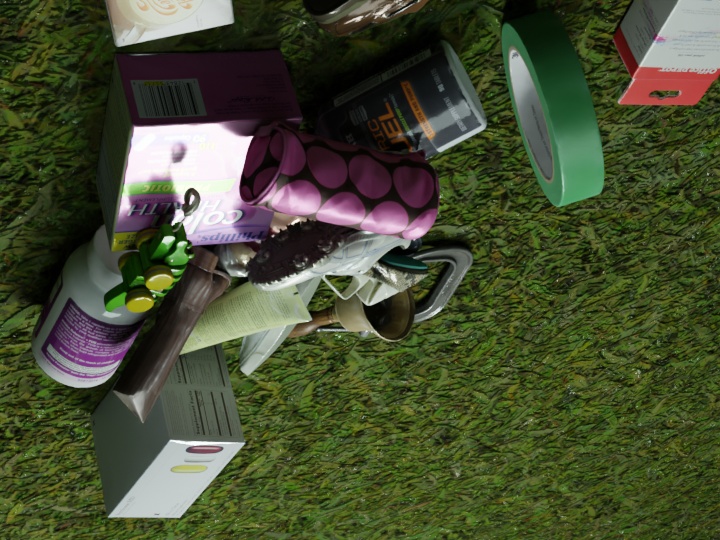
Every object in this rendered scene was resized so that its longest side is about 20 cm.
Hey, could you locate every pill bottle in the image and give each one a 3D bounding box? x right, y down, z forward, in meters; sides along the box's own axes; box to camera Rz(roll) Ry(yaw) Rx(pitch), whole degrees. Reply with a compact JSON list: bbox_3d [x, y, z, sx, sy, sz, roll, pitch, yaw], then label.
[{"bbox_3d":[-0.297,0.036,1.636,0.111,0.113,0.200,4,142,-31],"label":"pill bottle"},{"bbox_3d":[0.026,-0.154,1.523,0.199,0.107,0.106,-27,147,13],"label":"pill bottle"}]

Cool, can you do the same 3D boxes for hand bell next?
[{"bbox_3d":[-0.039,0.058,1.817,0.199,0.105,0.104,-17,154,39],"label":"hand bell"}]

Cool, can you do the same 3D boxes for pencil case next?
[{"bbox_3d":[-0.020,-0.092,1.427,0.198,0.095,0.090,10,180,-32],"label":"pencil case"}]

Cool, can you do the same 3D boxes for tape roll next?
[{"bbox_3d":[0.200,-0.169,1.499,0.048,0.202,0.201,-17,148,-2],"label":"tape roll"}]

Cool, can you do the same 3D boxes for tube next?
[{"bbox_3d":[-0.155,0.055,1.749,0.199,0.052,0.058,-20,146,28],"label":"tube"}]

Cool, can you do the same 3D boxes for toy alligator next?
[{"bbox_3d":[-0.199,-0.014,1.479,0.054,0.060,0.200,11,138,-38],"label":"toy alligator"}]

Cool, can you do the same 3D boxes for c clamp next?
[{"bbox_3d":[0.055,0.030,1.882,0.169,0.027,0.200,2,142,-29],"label":"c clamp"}]

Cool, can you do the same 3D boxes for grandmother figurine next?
[{"bbox_3d":[-0.094,-0.055,1.660,0.199,0.061,0.121,-35,120,29],"label":"grandmother figurine"}]

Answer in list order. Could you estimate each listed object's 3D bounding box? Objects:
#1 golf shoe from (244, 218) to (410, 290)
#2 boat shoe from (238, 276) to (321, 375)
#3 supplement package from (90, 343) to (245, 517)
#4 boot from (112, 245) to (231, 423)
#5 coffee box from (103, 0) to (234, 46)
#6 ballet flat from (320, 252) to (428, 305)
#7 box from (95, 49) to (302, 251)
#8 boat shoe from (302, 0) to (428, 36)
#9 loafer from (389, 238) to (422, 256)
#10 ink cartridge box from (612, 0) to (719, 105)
[{"bbox_3d":[-0.026,-0.016,1.562,0.199,0.078,0.098,-27,134,-8],"label":"golf shoe"},{"bbox_3d":[-0.115,0.048,1.793,0.070,0.071,0.201,-41,167,-51],"label":"boat shoe"},{"bbox_3d":[-0.256,0.208,1.869,0.110,0.157,0.200,7,140,-33],"label":"supplement package"},{"bbox_3d":[-0.219,0.079,1.643,0.064,0.202,0.186,21,169,6],"label":"boot"},{"bbox_3d":[-0.178,-0.298,1.231,0.113,0.080,0.201,-13,147,-9],"label":"coffee box"},{"bbox_3d":[0.000,0.000,1.678,0.199,0.068,0.076,21,94,-49],"label":"ballet flat"},{"bbox_3d":[-0.172,-0.122,1.480,0.174,0.097,0.201,-5,145,-21],"label":"box"},{"bbox_3d":[0.043,-0.288,1.377,0.198,0.073,0.068,-20,153,20],"label":"boat shoe"},{"bbox_3d":[0.039,-0.066,1.699,0.071,0.064,0.200,2,164,2],"label":"loafer"},{"bbox_3d":[0.355,-0.270,1.552,0.115,0.068,0.201,-2,144,-23],"label":"ink cartridge box"}]
